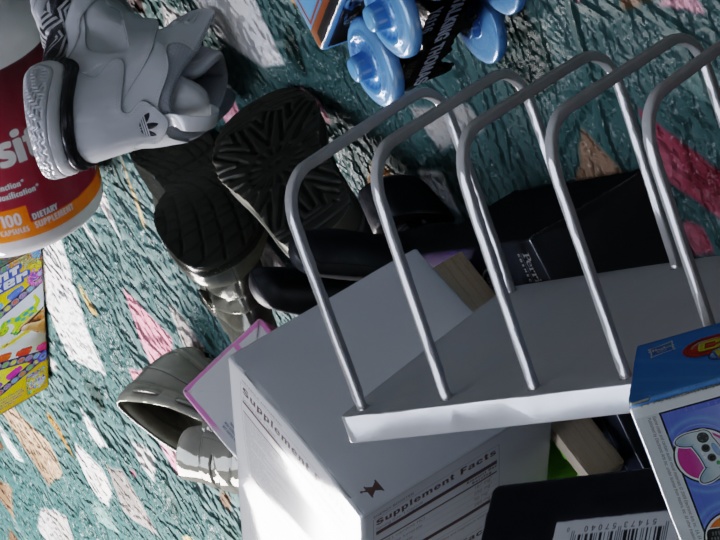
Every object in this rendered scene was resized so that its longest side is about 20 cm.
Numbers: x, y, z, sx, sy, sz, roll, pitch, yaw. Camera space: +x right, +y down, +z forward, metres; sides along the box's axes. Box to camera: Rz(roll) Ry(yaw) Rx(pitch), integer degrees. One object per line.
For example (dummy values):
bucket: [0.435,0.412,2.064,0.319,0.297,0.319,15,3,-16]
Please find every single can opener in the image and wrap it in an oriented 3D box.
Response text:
can opener: [0.000,0.000,1.501,0.079,0.200,0.063,46,114,15]

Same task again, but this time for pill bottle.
pill bottle: [-0.248,-0.118,1.952,0.113,0.113,0.200,30,144,50]

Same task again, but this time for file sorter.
file sorter: [0.088,-0.020,1.244,0.200,0.139,0.125,-10,107,40]

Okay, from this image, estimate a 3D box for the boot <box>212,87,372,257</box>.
boot: [-0.001,0.013,1.661,0.200,0.073,0.182,55,-171,-36]

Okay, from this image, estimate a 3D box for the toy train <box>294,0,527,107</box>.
toy train: [0.024,-0.158,1.370,0.114,0.087,0.200,60,159,16]

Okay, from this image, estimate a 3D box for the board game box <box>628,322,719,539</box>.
board game box: [0.226,0.098,1.121,0.056,0.196,0.200,-72,-37,-65]

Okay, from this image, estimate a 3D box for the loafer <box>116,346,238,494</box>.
loafer: [-0.088,0.121,1.965,0.200,0.070,0.070,35,148,45]

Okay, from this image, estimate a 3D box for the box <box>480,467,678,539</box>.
box: [0.158,0.178,1.309,0.148,0.104,0.200,-11,141,35]

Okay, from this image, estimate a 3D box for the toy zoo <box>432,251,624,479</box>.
toy zoo: [0.066,0.088,1.466,0.131,0.020,0.200,53,159,19]

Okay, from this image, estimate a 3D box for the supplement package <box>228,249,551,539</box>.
supplement package: [0.015,0.107,1.422,0.114,0.109,0.200,49,157,29]

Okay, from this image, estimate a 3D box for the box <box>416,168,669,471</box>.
box: [0.122,0.060,1.440,0.200,0.079,0.141,63,155,-8]

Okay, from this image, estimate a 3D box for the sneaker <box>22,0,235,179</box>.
sneaker: [-0.135,-0.130,1.757,0.200,0.115,0.075,-92,-7,-52]

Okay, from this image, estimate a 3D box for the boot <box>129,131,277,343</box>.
boot: [-0.075,-0.003,1.775,0.200,0.068,0.131,-122,8,-65]

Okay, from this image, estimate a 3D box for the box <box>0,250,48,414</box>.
box: [-0.346,-0.002,2.294,0.200,0.122,0.193,48,154,27]

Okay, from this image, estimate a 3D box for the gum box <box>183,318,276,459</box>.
gum box: [-0.004,0.130,1.742,0.200,0.066,0.113,49,-175,24]
